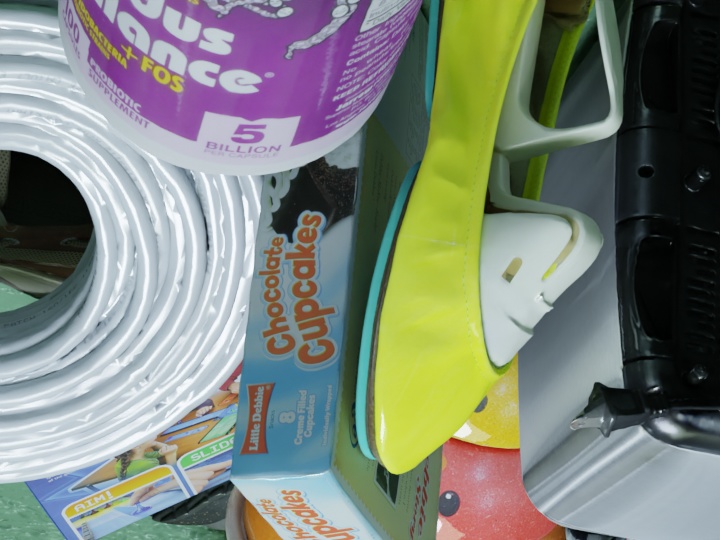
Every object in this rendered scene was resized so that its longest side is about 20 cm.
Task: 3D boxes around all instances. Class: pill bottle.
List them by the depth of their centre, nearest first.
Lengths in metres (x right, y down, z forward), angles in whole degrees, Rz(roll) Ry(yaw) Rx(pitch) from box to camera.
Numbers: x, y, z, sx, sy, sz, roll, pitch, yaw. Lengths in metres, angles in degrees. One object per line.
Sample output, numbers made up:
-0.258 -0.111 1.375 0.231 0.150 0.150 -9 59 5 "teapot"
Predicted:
-0.025 -0.119 0.711 0.112 0.112 0.200 8 152 -8 "pill bottle"

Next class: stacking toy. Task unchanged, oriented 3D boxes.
0.036 0.047 0.964 0.146 0.146 0.200 10 120 -11 "stacking toy"

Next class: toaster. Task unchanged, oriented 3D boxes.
0.148 0.004 0.848 0.200 0.181 0.119 11 154 -15 "toaster"

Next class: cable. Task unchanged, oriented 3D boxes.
-0.128 -0.015 0.862 0.200 0.069 0.200 27 109 -24 "cable"

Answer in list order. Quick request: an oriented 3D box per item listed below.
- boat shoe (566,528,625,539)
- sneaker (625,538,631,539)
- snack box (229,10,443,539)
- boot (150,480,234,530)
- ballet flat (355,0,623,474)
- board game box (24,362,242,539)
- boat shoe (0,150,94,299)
0.099 0.052 1.032 0.071 0.091 0.200 10 156 19 "boat shoe"
0.126 0.060 0.969 0.080 0.200 0.086 -5 -170 -25 "sneaker"
0.000 0.000 0.839 0.037 0.200 0.116 -4 152 18 "snack box"
0.001 0.093 1.184 0.130 0.068 0.200 17 156 -37 "boot"
0.046 -0.033 0.772 0.067 0.200 0.067 6 169 21 "ballet flat"
-0.049 0.036 1.007 0.200 0.035 0.135 -24 151 -3 "board game box"
-0.156 -0.038 0.937 0.200 0.076 0.072 7 150 -26 "boat shoe"
